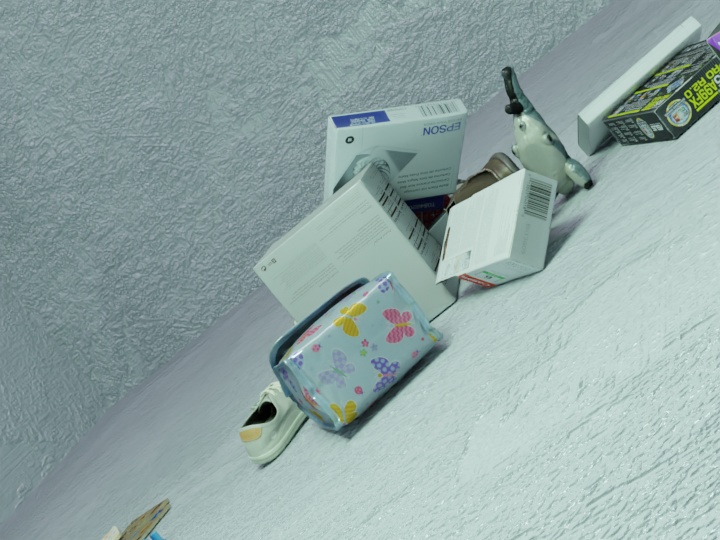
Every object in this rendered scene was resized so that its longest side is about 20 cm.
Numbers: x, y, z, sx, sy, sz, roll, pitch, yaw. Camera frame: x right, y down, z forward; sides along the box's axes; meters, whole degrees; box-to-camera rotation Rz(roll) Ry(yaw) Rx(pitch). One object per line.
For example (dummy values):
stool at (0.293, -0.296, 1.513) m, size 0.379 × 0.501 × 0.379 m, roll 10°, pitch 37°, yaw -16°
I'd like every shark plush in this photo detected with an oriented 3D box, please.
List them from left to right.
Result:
shark plush at (0.218, -0.169, 1.519) m, size 0.090 × 0.200 × 0.084 m, roll -28°, pitch 27°, yaw 32°

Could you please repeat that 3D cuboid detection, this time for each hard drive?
hard drive at (0.109, -0.047, 1.722) m, size 0.200 × 0.042 × 0.135 m, roll -47°, pitch 1°, yaw 19°
hard drive at (0.380, -0.249, 1.630) m, size 0.200 × 0.027 × 0.132 m, roll -41°, pitch -17°, yaw 0°

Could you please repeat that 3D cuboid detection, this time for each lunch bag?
lunch bag at (-0.016, 0.096, 1.416) m, size 0.169 × 0.127 × 0.200 m, roll -40°, pitch 0°, yaw -11°

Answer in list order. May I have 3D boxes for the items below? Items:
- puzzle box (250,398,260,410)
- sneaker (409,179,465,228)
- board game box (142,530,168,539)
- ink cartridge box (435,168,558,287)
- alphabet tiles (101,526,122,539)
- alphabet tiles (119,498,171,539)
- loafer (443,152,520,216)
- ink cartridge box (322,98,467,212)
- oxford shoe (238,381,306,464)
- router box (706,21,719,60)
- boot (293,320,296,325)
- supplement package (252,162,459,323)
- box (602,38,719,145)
puzzle box at (-0.086, 0.166, 1.752) m, size 0.133 × 0.025 × 0.200 m, roll -44°, pitch 7°, yaw -17°
sneaker at (0.113, -0.097, 1.849) m, size 0.199 × 0.081 × 0.074 m, roll -12°, pitch 26°, yaw -43°
board game box at (-0.352, 0.434, 1.515) m, size 0.200 × 0.026 × 0.200 m, roll -37°, pitch 8°, yaw 26°
ink cartridge box at (0.159, -0.041, 1.426) m, size 0.200 × 0.050 × 0.110 m, roll 154°, pitch 131°, yaw -67°
alphabet tiles at (-0.442, 0.466, 1.815) m, size 0.196 × 0.015 × 0.200 m, roll -44°, pitch 5°, yaw -15°
alphabet tiles at (-0.360, 0.416, 1.756) m, size 0.167 × 0.008 × 0.200 m, roll -36°, pitch 8°, yaw 35°
loafer at (0.163, -0.091, 1.530) m, size 0.071 × 0.073 × 0.200 m, roll -44°, pitch 0°, yaw -14°
ink cartridge box at (0.046, -0.140, 1.683) m, size 0.198 × 0.041 × 0.201 m, roll -10°, pitch -45°, yaw -16°
oxford shoe at (-0.105, 0.174, 1.585) m, size 0.075 × 0.058 × 0.200 m, roll -19°, pitch 22°, yaw 32°
router box at (0.368, -0.178, 0.938) m, size 0.051 × 0.149 × 0.200 m, roll -30°, pitch 12°, yaw 50°
boot at (-0.050, 0.038, 1.773) m, size 0.154 × 0.199 × 0.072 m, roll -39°, pitch 45°, yaw 24°
supplement package at (0.000, 0.000, 1.598) m, size 0.191 × 0.200 × 0.147 m, roll -38°, pitch 7°, yaw 15°
box at (0.402, -0.227, 1.486) m, size 0.160 × 0.044 × 0.200 m, roll -42°, pitch 7°, yaw -3°
